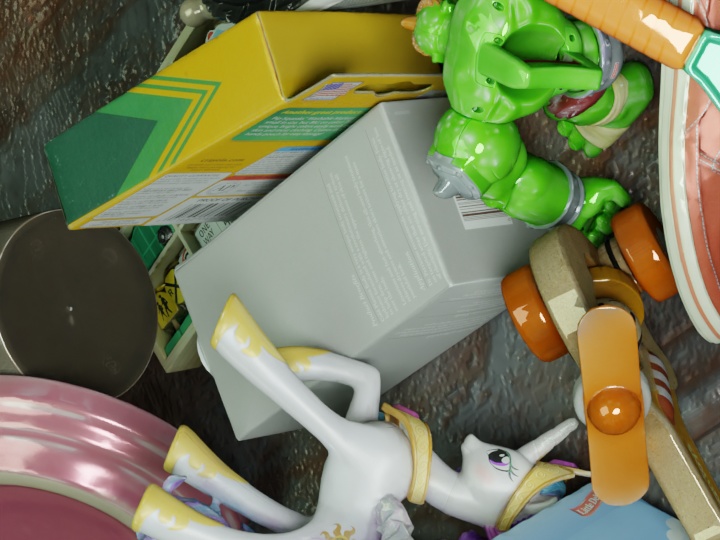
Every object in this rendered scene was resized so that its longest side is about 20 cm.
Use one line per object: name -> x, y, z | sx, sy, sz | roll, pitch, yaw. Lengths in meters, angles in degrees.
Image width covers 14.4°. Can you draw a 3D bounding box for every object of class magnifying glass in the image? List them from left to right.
magnifying glass -> 0.163, -0.087, 1.237 | 0.200, 0.022, 0.080 | 29, 103, 5

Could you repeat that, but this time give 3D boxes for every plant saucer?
plant saucer -> -0.164, 0.133, 1.594 | 0.200, 0.200, 0.051 | -27, 37, 47

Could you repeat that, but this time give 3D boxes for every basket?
basket -> -0.221, 0.038, 1.645 | 0.200, 0.180, 0.136 | -17, 71, 49

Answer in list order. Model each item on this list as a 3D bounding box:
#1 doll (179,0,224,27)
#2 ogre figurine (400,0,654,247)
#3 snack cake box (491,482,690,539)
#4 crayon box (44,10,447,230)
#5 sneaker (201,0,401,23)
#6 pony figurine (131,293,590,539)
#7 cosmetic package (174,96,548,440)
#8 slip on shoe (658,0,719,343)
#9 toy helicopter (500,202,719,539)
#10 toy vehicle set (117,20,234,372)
doll -> -0.076, -0.191, 1.536 | 0.200, 0.048, 0.137 | 6, 71, 40
ogre figurine -> 0.089, -0.107, 1.325 | 0.098, 0.120, 0.200 | 48, 128, 32
snack cake box -> 0.076, 0.184, 1.317 | 0.067, 0.200, 0.115 | 28, 117, 25
crayon box -> -0.048, -0.081, 1.441 | 0.200, 0.126, 0.052 | -26, 76, 39
sneaker -> 0.000, -0.159, 1.428 | 0.200, 0.079, 0.074 | -6, 81, 36
pony figurine -> -0.005, 0.130, 1.387 | 0.167, 0.200, 0.193 | 107, -174, -82
cosmetic package -> 0.000, 0.000, 1.468 | 0.200, 0.090, 0.107 | -36, 69, 48
slip on shoe -> 0.169, -0.062, 1.285 | 0.061, 0.074, 0.200 | 4, 106, 16
toy helicopter -> 0.135, 0.070, 1.309 | 0.079, 0.132, 0.200 | -29, 91, 13
toy vehicle set -> -0.084, -0.053, 1.595 | 0.124, 0.026, 0.200 | 58, 133, 25
